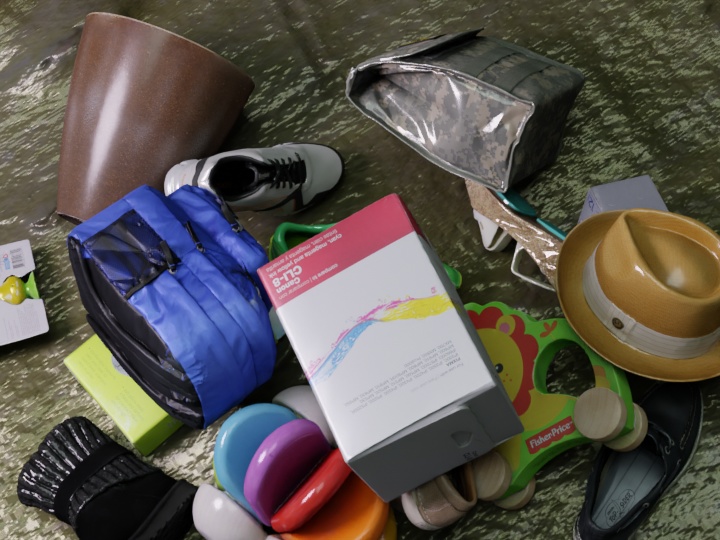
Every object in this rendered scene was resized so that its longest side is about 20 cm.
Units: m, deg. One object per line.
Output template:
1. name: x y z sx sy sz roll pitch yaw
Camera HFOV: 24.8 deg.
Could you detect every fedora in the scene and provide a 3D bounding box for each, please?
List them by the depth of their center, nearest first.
1. fedora: 0.275 0.004 1.482 0.200 0.082 0.201 4 52 -5

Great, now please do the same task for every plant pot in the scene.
1. plant pot: -0.230 -0.132 1.676 0.186 0.187 0.201 19 82 16

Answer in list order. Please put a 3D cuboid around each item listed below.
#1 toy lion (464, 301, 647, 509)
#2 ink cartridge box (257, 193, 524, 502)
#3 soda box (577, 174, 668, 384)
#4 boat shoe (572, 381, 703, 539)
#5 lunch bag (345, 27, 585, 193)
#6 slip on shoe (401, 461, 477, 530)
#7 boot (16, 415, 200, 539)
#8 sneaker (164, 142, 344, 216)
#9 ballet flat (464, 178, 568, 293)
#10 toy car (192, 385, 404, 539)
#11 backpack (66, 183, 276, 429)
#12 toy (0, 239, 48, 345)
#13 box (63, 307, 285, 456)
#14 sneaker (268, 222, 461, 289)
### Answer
1. toy lion: 0.146 0.109 1.531 0.200 0.069 0.192 -31 59 23
2. ink cartridge box: 0.029 0.071 1.418 0.144 0.145 0.201 -29 63 4
3. soda box: 0.281 0.007 1.574 0.068 0.064 0.201 -12 56 -16
4. boat shoe: 0.258 0.171 1.514 0.074 0.066 0.200 33 72 22
5. lunch bag: 0.100 -0.176 1.639 0.199 0.164 0.118 25 114 18
6. slip on shoe: 0.064 0.133 1.497 0.061 0.076 0.201 -30 56 42
7. boot: -0.262 0.233 1.517 0.157 0.080 0.211 27 35 15
8. sneaker: -0.092 -0.089 1.640 0.199 0.080 0.074 -14 92 -35
9. ballet flat: 0.158 -0.034 1.625 0.200 0.070 0.065 44 107 36
10. toy car: -0.056 0.196 1.497 0.200 0.150 0.175 36 74 21
11. backpack: -0.159 0.031 1.531 0.168 0.163 0.200 -35 64 -13
12. toy: -0.422 0.048 1.674 0.199 0.047 0.116 -17 60 -5
13. box: -0.179 0.074 1.630 0.200 0.048 0.122 -41 67 -11
14. sneaker: 0.000 0.000 1.621 0.199 0.084 0.074 12 66 12
